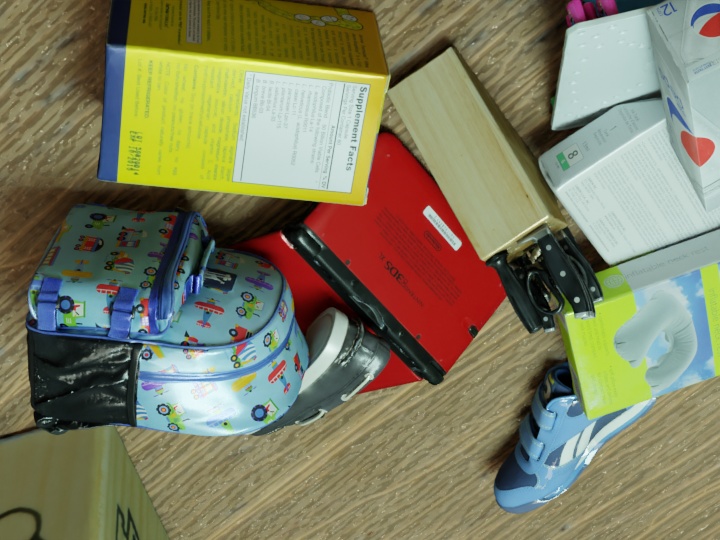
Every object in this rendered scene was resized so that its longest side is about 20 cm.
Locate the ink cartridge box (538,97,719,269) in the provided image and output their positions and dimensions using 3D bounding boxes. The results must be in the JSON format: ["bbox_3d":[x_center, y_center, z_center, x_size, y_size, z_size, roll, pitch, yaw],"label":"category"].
[{"bbox_3d":[0.261,-0.086,1.098,0.199,0.050,0.161,-34,136,12],"label":"ink cartridge box"}]

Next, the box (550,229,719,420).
[{"bbox_3d":[0.266,0.038,1.144,0.198,0.048,0.123,-19,125,0],"label":"box"}]

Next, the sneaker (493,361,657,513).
[{"bbox_3d":[0.180,0.134,1.247,0.082,0.074,0.200,33,107,-24],"label":"sneaker"}]

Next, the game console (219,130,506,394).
[{"bbox_3d":[0.000,0.000,1.161,0.173,0.118,0.200,-51,122,-10],"label":"game console"}]

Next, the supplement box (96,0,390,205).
[{"bbox_3d":[-0.087,-0.129,1.004,0.197,0.110,0.110,5,124,-10],"label":"supplement box"}]

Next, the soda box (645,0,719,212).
[{"bbox_3d":[0.247,-0.118,0.945,0.068,0.064,0.200,-25,153,6],"label":"soda box"}]

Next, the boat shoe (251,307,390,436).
[{"bbox_3d":[-0.042,0.096,1.158,0.060,0.075,0.200,26,140,-16],"label":"boat shoe"}]

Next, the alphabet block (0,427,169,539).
[{"bbox_3d":[-0.279,0.279,1.207,0.193,0.201,0.198,-17,126,5],"label":"alphabet block"}]

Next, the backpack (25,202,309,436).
[{"bbox_3d":[-0.139,0.040,1.055,0.197,0.183,0.136,7,121,7],"label":"backpack"}]

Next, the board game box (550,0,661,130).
[{"bbox_3d":[0.238,-0.166,0.999,0.197,0.026,0.200,-13,166,2],"label":"board game box"}]

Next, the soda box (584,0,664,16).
[{"bbox_3d":[0.211,-0.279,0.966,0.067,0.064,0.202,5,123,-10],"label":"soda box"}]

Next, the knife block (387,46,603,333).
[{"bbox_3d":[0.108,-0.048,1.044,0.064,0.176,0.200,-32,122,14],"label":"knife block"}]
